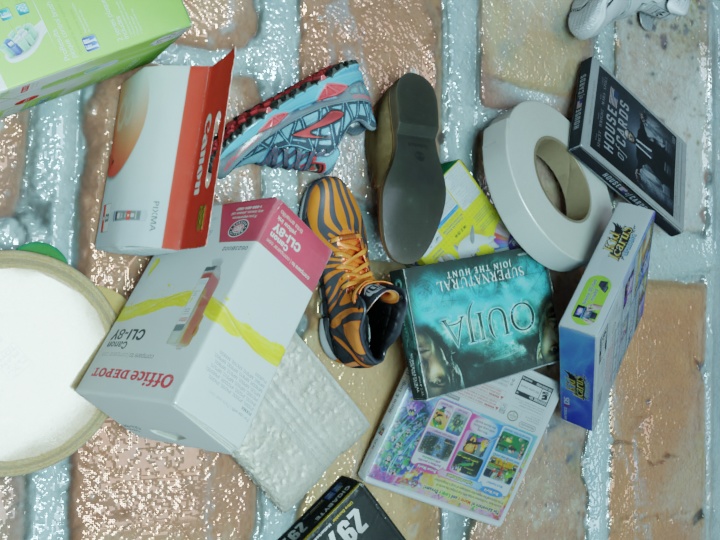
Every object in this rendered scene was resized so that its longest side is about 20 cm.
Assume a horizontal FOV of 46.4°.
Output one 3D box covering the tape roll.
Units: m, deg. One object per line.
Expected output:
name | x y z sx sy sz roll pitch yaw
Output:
tape roll | 0.218 -0.098 0.963 0.202 0.037 0.204 21 58 -37

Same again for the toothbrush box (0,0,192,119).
toothbrush box | -0.261 -0.193 0.695 0.200 0.145 0.086 -28 102 -26

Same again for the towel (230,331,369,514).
towel | -0.093 0.130 0.841 0.132 0.034 0.200 -43 107 -20

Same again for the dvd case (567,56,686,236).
dvd case | 0.339 -0.154 1.049 0.200 0.025 0.151 33 55 -26

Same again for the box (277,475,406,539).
box | -0.033 0.339 0.862 0.200 0.049 0.160 -41 105 -22

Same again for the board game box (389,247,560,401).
board game box | 0.129 0.052 0.897 0.199 0.028 0.136 -10 88 -33

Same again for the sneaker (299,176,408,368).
sneaker | 0.000 0.000 0.848 0.077 0.112 0.201 -14 96 -27

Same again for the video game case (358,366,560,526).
video game case | 0.116 0.176 0.935 0.200 0.024 0.183 25 89 -27

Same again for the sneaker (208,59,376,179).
sneaker | -0.060 -0.133 0.838 0.200 0.079 0.096 -35 107 -24

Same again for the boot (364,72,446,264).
boot | 0.040 -0.100 0.882 0.073 0.075 0.201 11 73 -30

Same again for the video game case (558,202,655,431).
video game case | 0.278 0.055 0.955 0.182 0.045 0.200 -56 150 -28

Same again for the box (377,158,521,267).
box | 0.123 -0.012 0.951 0.117 0.048 0.200 -45 107 -21

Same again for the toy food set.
toy food set | -0.302 0.075 0.724 0.198 0.049 0.200 37 73 -22

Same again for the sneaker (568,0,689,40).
sneaker | 0.346 -0.338 1.057 0.115 0.075 0.200 42 68 -18

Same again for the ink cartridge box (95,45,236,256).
ink cartridge box | -0.170 -0.095 0.710 0.050 0.200 0.163 11 84 -27

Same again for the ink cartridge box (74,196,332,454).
ink cartridge box | -0.134 0.043 0.729 0.083 0.145 0.201 46 56 -38
